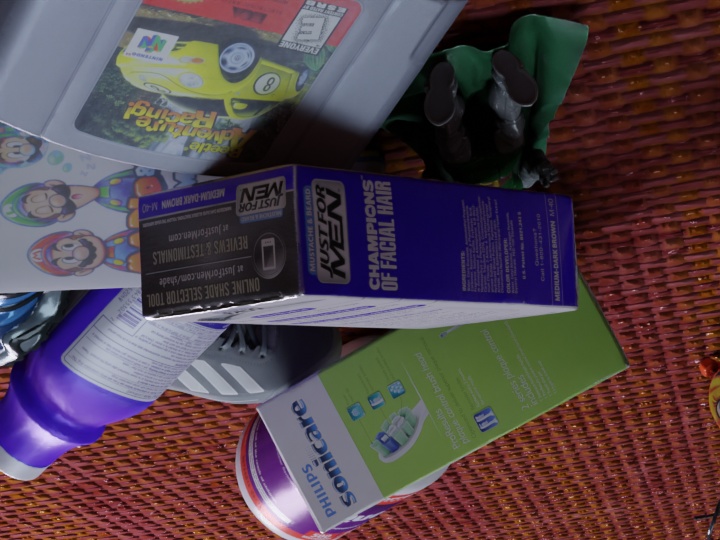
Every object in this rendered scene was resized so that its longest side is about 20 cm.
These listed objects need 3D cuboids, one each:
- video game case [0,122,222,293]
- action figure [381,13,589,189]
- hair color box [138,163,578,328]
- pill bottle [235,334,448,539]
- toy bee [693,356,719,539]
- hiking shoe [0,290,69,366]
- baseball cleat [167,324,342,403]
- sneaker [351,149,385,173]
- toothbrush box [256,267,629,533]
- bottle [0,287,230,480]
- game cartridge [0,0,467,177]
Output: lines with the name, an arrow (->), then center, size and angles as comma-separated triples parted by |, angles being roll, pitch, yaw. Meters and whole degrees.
video game case -> -0.143, -0.058, 0.946 | 0.181, 0.024, 0.201 | -3, 142, -11
action figure -> 0.063, -0.063, 1.037 | 0.117, 0.055, 0.200 | -11, 163, 3
hair color box -> 0.002, -0.008, 0.966 | 0.109, 0.065, 0.199 | -9, 173, 43
pill bottle -> -0.003, 0.116, 1.398 | 0.112, 0.113, 0.200 | 4, 157, -26
toy bee -> 0.294, 0.088, 1.463 | 0.200, 0.109, 0.131 | -39, 141, 12
hiking shoe -> -0.192, -0.013, 1.081 | 0.086, 0.075, 0.200 | 19, 139, -35
baseball cleat -> -0.102, 0.040, 1.230 | 0.199, 0.070, 0.107 | -2, 159, -13
sneaker -> 0.000, 0.000, 1.138 | 0.073, 0.083, 0.200 | -13, 160, 11
toothbrush box -> 0.052, 0.064, 1.177 | 0.199, 0.086, 0.146 | -28, 177, 5
bottle -> -0.143, 0.043, 1.139 | 0.083, 0.065, 0.200 | 26, 121, -34
game cartridge -> -0.066, -0.098, 0.866 | 0.199, 0.041, 0.133 | 8, 141, -30
